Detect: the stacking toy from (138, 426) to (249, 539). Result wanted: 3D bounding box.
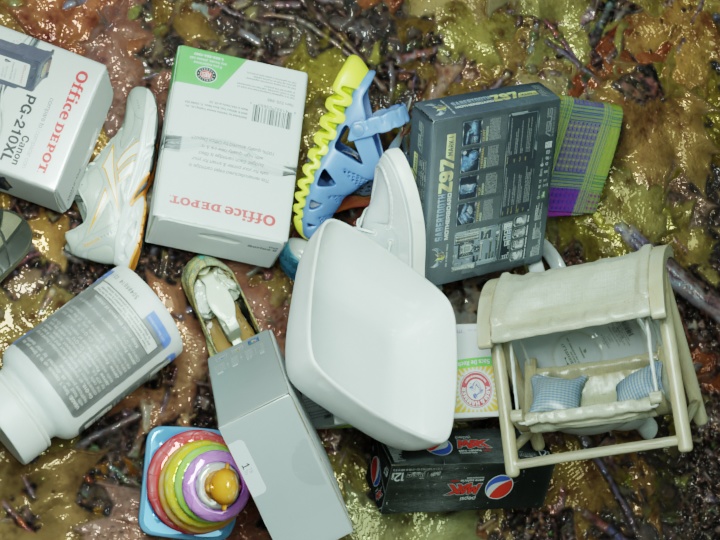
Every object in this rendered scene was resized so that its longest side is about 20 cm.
[{"bbox_3d":[-0.150,0.213,1.425,0.108,0.200,0.118,8,80,-17],"label":"stacking toy"}]

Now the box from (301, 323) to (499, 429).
[{"bbox_3d":[0.045,0.116,1.554,0.197,0.112,0.103,0,81,-20],"label":"box"}]

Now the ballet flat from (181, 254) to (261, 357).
[{"bbox_3d":[-0.132,0.075,1.523,0.070,0.071,0.202,-26,92,-20],"label":"ballet flat"}]

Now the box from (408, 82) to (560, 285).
[{"bbox_3d":[0.127,-0.091,1.523,0.156,0.051,0.202,-13,123,-24],"label":"box"}]

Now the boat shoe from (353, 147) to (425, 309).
[{"bbox_3d":[0.025,-0.030,1.488,0.068,0.072,0.202,-13,128,-15],"label":"boat shoe"}]

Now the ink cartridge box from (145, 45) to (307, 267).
[{"bbox_3d":[-0.143,-0.119,1.514,0.144,0.084,0.202,12,68,-12],"label":"ink cartridge box"}]

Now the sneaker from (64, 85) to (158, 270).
[{"bbox_3d":[-0.263,-0.103,1.503,0.091,0.076,0.203,9,74,-6],"label":"sneaker"}]

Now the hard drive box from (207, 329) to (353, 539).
[{"bbox_3d":[-0.082,0.168,1.414,0.076,0.200,0.157,-25,107,-3],"label":"hard drive box"}]

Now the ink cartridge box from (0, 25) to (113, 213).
[{"bbox_3d":[-0.368,-0.165,1.444,0.198,0.084,0.146,20,76,-1],"label":"ink cartridge box"}]

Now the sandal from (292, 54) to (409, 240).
[{"bbox_3d":[-0.011,-0.117,1.490,0.086,0.080,0.202,22,112,1],"label":"sandal"}]

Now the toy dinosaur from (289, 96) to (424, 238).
[{"bbox_3d":[0.036,-0.107,1.577,0.179,0.105,0.202,18,109,6],"label":"toy dinosaur"}]

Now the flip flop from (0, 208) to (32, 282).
[{"bbox_3d":[-0.415,0.012,1.444,0.081,0.058,0.200,45,56,-3],"label":"flip flop"}]

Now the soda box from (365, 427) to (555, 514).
[{"bbox_3d":[0.110,0.220,1.574,0.197,0.064,0.071,1,121,-19],"label":"soda box"}]

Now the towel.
[{"bbox_3d":[0.221,-0.131,1.631,0.198,0.023,0.145,-1,112,-43],"label":"towel"}]

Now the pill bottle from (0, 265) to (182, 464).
[{"bbox_3d":[-0.288,0.097,1.441,0.199,0.114,0.114,-38,95,-20],"label":"pill bottle"}]

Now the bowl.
[{"bbox_3d":[0.004,0.074,1.406,0.199,0.074,0.202,33,41,-28],"label":"bowl"}]

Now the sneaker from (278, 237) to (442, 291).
[{"bbox_3d":[0.000,0.000,1.578,0.198,0.076,0.082,23,76,-24],"label":"sneaker"}]

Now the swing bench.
[{"bbox_3d":[0.237,0.090,1.481,0.197,0.130,0.203,-12,93,22],"label":"swing bench"}]

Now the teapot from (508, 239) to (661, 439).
[{"bbox_3d":[0.256,0.082,1.619,0.195,0.146,0.203,16,103,17],"label":"teapot"}]
